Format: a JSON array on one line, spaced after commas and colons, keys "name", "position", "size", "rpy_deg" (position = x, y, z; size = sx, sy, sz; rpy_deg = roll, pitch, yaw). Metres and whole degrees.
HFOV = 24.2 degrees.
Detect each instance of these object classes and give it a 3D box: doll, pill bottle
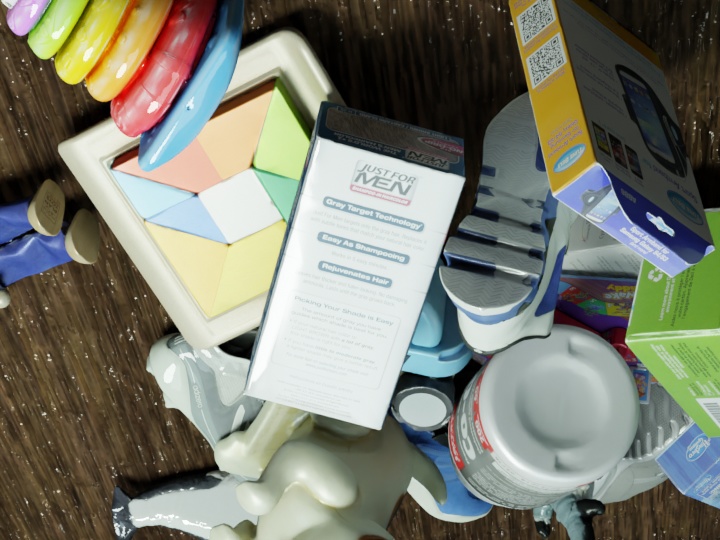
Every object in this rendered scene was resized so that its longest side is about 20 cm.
[{"name": "doll", "position": [-0.290, -0.010, 1.207], "size": [0.199, 0.049, 0.136], "rpy_deg": [-19, 140, 26]}, {"name": "pill bottle", "position": [0.126, 0.115, 1.240], "size": [0.113, 0.115, 0.200], "rpy_deg": [1, 165, -7]}]

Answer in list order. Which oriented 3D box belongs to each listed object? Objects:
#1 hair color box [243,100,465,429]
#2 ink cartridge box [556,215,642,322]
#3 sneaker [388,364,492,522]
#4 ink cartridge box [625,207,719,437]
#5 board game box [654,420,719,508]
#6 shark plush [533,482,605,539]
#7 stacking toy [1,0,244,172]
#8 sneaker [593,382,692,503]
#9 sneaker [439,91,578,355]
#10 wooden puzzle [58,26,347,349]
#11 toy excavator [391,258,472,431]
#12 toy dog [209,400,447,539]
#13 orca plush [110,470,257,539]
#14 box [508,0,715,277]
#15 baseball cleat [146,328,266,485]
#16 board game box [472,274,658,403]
[{"name": "hair color box", "position": [-0.005, -0.001, 1.107], "size": [0.099, 0.061, 0.201], "rpy_deg": [15, 120, -5]}, {"name": "ink cartridge box", "position": [0.210, 0.023, 1.306], "size": [0.175, 0.045, 0.200], "rpy_deg": [-10, 143, 34]}, {"name": "sneaker", "position": [0.085, 0.143, 1.409], "size": [0.111, 0.077, 0.200], "rpy_deg": [-19, 133, 31]}, {"name": "ink cartridge box", "position": [0.266, -0.004, 1.184], "size": [0.075, 0.201, 0.148], "rpy_deg": [-7, 145, 35]}, {"name": "board game box", "position": [0.356, 0.115, 1.347], "size": [0.200, 0.043, 0.199], "rpy_deg": [-46, 146, 14]}, {"name": "shark plush", "position": [0.169, 0.184, 1.391], "size": [0.090, 0.200, 0.084], "rpy_deg": [13, 112, -29]}, {"name": "stacking toy", "position": [-0.174, -0.161, 1.011], "size": [0.199, 0.110, 0.116], "rpy_deg": [28, 116, -19]}, {"name": "sneaker", "position": [0.248, 0.142, 1.445], "size": [0.081, 0.075, 0.200], "rpy_deg": [5, 151, -26]}, {"name": "sneaker", "position": [0.106, -0.021, 1.133], "size": [0.080, 0.200, 0.116], "rpy_deg": [20, 147, 15]}, {"name": "wooden puzzle", "position": [-0.081, -0.046, 1.136], "size": [0.199, 0.037, 0.186], "rpy_deg": [-23, 116, 20]}, {"name": "toy excavator", "position": [0.000, 0.000, 1.223], "size": [0.193, 0.100, 0.201], "rpy_deg": [12, 130, -2]}, {"name": "toy dog", "position": [-0.023, 0.196, 1.273], "size": [0.193, 0.201, 0.140], "rpy_deg": [25, 124, -26]}, {"name": "orca plush", "position": [-0.117, 0.222, 1.491], "size": [0.198, 0.106, 0.071], "rpy_deg": [-12, 171, 4]}, {"name": "box", "position": [0.157, -0.085, 1.047], "size": [0.119, 0.201, 0.041], "rpy_deg": [30, 129, -35]}, {"name": "baseball cleat", "position": [-0.087, 0.113, 1.360], "size": [0.106, 0.070, 0.200], "rpy_deg": [-20, 139, 20]}, {"name": "board game box", "position": [0.157, 0.061, 1.303], "size": [0.198, 0.039, 0.158], "rpy_deg": [3, 148, 15]}]
